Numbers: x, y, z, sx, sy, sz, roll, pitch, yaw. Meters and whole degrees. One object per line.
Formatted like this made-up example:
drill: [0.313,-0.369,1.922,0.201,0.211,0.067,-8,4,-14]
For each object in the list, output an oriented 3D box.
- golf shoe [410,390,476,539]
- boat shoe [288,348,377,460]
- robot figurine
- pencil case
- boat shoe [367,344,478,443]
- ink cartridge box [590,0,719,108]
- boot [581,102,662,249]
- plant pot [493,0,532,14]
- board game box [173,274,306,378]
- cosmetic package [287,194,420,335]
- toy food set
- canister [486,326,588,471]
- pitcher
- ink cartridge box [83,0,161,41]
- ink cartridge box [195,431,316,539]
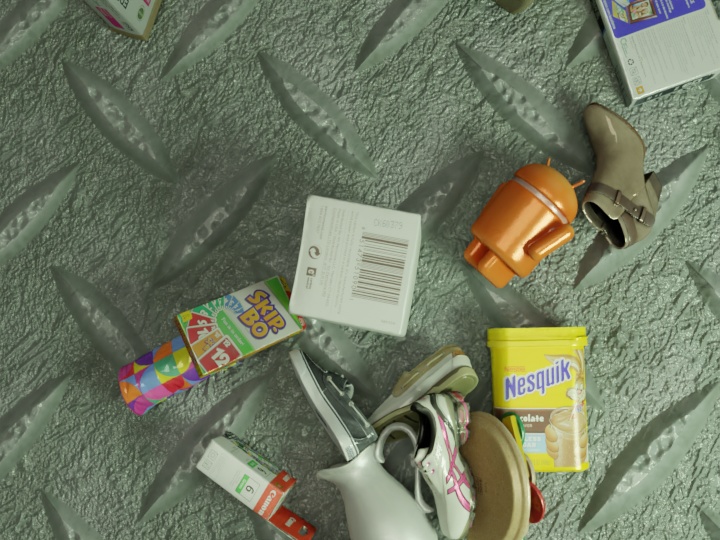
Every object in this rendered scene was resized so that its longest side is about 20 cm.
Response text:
golf shoe: [0.110,0.277,1.030,0.090,0.072,0.206,-2,83,-26]
boat shoe: [-0.042,0.188,1.097,0.067,0.073,0.201,-28,50,-14]
robot figurine: [0.245,-0.072,1.087,0.116,0.144,0.201,39,95,-1]
pencil case: [-0.278,0.149,1.139,0.196,0.088,0.090,-25,82,3]
boat shoe: [0.085,0.190,1.107,0.198,0.075,0.069,-35,47,13]
ink cartridge box: [0.483,-0.384,1.140,0.195,0.043,0.203,-18,82,6]
boot: [0.372,-0.137,1.085,0.201,0.070,0.146,49,60,0]
plant pot: [0.234,-0.517,1.111,0.198,0.177,0.202,37,89,8]
board game box: [-0.176,0.079,1.110,0.197,0.030,0.097,-22,82,-37]
cosmetic package: [0.000,0.000,1.067,0.160,0.200,0.170,10,85,6]
toy food set: [0.185,0.303,1.035,0.047,0.198,0.206,0,70,-27]
canister: [0.264,0.188,1.079,0.144,0.087,0.207,-2,85,6]
pitcher: [0.049,0.343,1.062,0.170,0.121,0.203,-37,73,16]
ink cartridge box: [-0.380,-0.490,1.159,0.073,0.200,0.169,18,86,8]
ink cartridge box: [-0.143,0.324,1.092,0.197,0.109,0.051,33,88,8]
